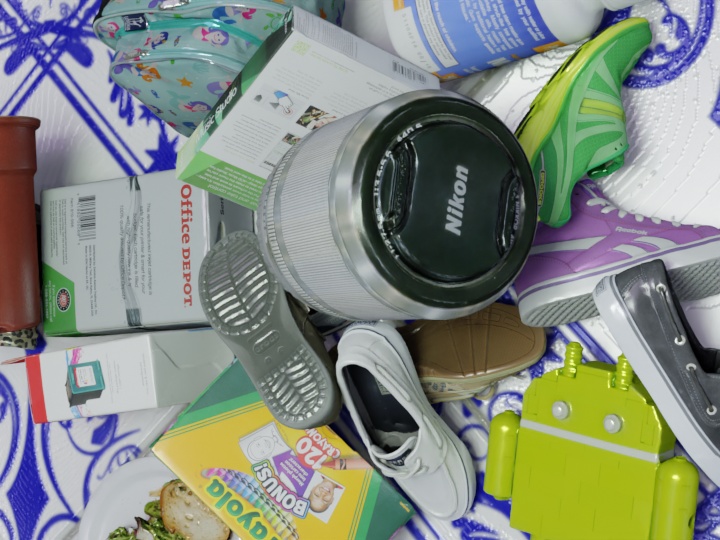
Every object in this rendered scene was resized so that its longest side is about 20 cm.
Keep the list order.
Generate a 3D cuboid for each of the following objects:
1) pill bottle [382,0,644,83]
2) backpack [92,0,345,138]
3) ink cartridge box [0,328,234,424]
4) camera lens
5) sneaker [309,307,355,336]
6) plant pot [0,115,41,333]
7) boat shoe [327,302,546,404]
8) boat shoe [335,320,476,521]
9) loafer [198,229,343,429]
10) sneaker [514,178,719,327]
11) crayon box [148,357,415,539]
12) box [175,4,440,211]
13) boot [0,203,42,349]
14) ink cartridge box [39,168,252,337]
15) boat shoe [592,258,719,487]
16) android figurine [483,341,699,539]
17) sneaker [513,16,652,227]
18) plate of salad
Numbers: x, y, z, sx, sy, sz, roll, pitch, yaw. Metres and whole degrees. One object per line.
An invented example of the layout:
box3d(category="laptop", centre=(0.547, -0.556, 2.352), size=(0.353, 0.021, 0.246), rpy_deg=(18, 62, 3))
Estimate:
box3d(category="pill bottle", centre=(0.127, -0.227, 0.948), size=(0.200, 0.112, 0.112), rpy_deg=(-11, 81, 33))
box3d(category="backpack", centre=(-0.117, -0.210, 1.039), size=(0.200, 0.178, 0.151), rpy_deg=(-9, 66, 23))
box3d(category="ink cartridge box", centre=(-0.229, 0.100, 1.105), size=(0.200, 0.116, 0.067), rpy_deg=(-11, 85, 33))
box3d(category="camera lens", centre=(0.023, -0.043, 0.877), size=(0.200, 0.160, 0.160), rpy_deg=(174, 98, -64))
box3d(category="sneaker", centre=(0.000, 0.000, 1.022), size=(0.200, 0.082, 0.070), rpy_deg=(-35, 68, 20))
box3d(category="plant pot", centre=(-0.387, -0.034, 1.101), size=(0.201, 0.201, 0.196), rpy_deg=(-7, 93, 26))
box3d(category="boat shoe", centre=(0.066, 0.077, 1.004), size=(0.200, 0.063, 0.073), rpy_deg=(-11, 56, 23))
box3d(category="boat shoe", centre=(0.031, 0.137, 0.958), size=(0.074, 0.065, 0.200), rpy_deg=(-21, 112, 28))
box3d(category="loafer", centre=(-0.073, 0.054, 0.975), size=(0.075, 0.070, 0.200), rpy_deg=(-31, 59, 6))
box3d(category="sneaker", centre=(0.215, -0.031, 0.925), size=(0.200, 0.073, 0.114), rpy_deg=(-10, 62, 14))
box3d(category="crayon box", centre=(-0.067, 0.179, 0.998), size=(0.200, 0.058, 0.119), rpy_deg=(44, 76, 2))
box3d(category="box", centre=(-0.048, -0.119, 0.993), size=(0.200, 0.144, 0.036), rpy_deg=(-44, 35, 39))
box3d(category="boot", centre=(-0.409, -0.002, 1.231), size=(0.203, 0.073, 0.154), rpy_deg=(6, 86, 22))
box3d(category="ink cartridge box", centre=(-0.204, -0.014, 1.126), size=(0.200, 0.083, 0.147), rpy_deg=(-5, 84, 28))
box3d(category="boat shoe", centre=(0.251, 0.077, 0.868), size=(0.066, 0.070, 0.200), rpy_deg=(-32, 97, 24))
box3d(category="android figurine", centre=(0.180, 0.157, 0.924), size=(0.182, 0.041, 0.200), rpy_deg=(13, 103, 38))
box3d(category="sneaker", centre=(0.177, -0.116, 0.934), size=(0.084, 0.074, 0.200), rpy_deg=(37, 73, -6))
box3d(category="plate of salad", centre=(-0.199, 0.279, 1.123), size=(0.200, 0.048, 0.200), rpy_deg=(-2, 86, 26))
